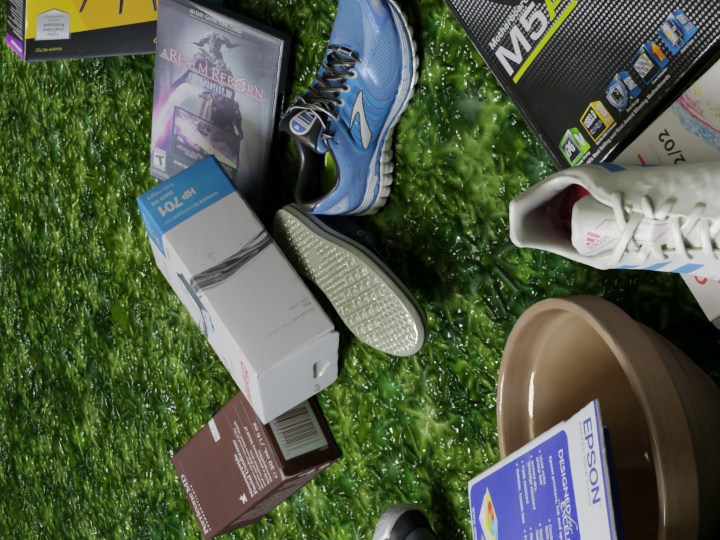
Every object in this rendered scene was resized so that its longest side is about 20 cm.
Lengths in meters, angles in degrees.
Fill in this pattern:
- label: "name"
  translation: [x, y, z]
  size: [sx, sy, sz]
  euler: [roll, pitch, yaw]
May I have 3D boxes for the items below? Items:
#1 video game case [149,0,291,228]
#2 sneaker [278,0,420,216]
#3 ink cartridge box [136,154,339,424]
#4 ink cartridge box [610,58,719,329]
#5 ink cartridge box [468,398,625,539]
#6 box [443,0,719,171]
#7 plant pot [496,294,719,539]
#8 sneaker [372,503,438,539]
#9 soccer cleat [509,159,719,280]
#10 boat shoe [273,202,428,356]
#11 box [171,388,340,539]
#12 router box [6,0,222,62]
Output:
- label: "video game case"
  translation: [-0.136, -0.150, 1.046]
  size: [0.142, 0.019, 0.201]
  euler: [26, 129, 22]
- label: "sneaker"
  translation: [-0.013, -0.131, 0.887]
  size: [0.078, 0.089, 0.201]
  euler: [31, 124, 41]
- label: "ink cartridge box"
  translation: [-0.109, 0.020, 1.002]
  size: [0.200, 0.086, 0.147]
  euler: [55, 165, 20]
- label: "ink cartridge box"
  translation: [0.224, -0.052, 0.627]
  size: [0.115, 0.068, 0.200]
  euler: [62, 140, 19]
- label: "ink cartridge box"
  translation: [0.121, 0.196, 0.635]
  size: [0.200, 0.047, 0.199]
  euler: [127, 144, -62]
- label: "box"
  translation: [0.151, -0.186, 0.698]
  size: [0.194, 0.047, 0.200]
  euler: [59, 138, 19]
- label: "plant pot"
  translation: [0.171, 0.113, 0.704]
  size: [0.201, 0.092, 0.202]
  euler: [174, 90, -70]
- label: "sneaker"
  translation: [0.081, 0.287, 0.908]
  size: [0.114, 0.075, 0.201]
  euler: [-7, 100, 52]
- label: "soccer cleat"
  translation: [0.165, -0.023, 0.585]
  size: [0.200, 0.086, 0.070]
  euler: [4, 104, 51]
- label: "boat shoe"
  translation: [0.000, 0.000, 0.929]
  size: [0.200, 0.062, 0.075]
  euler: [41, 131, 43]
- label: "box"
  translation: [-0.111, 0.188, 1.120]
  size: [0.200, 0.075, 0.100]
  euler: [-47, 64, 49]
- label: "router box"
  translation: [-0.218, -0.274, 1.014]
  size: [0.051, 0.199, 0.150]
  euler: [41, 131, 39]
